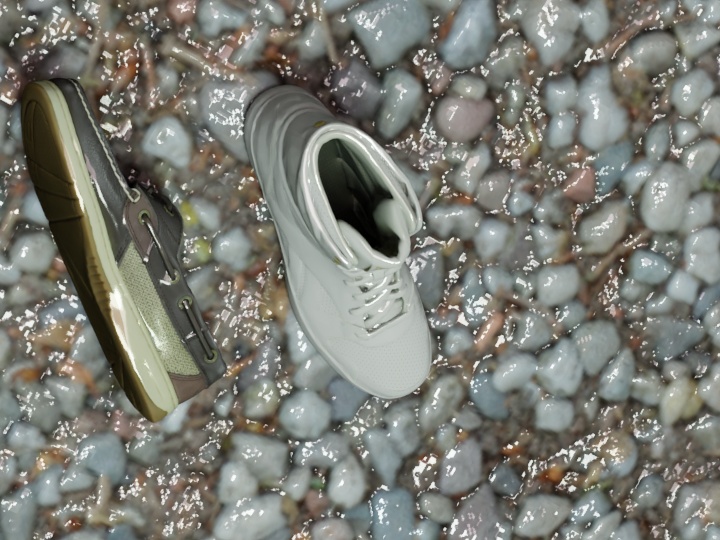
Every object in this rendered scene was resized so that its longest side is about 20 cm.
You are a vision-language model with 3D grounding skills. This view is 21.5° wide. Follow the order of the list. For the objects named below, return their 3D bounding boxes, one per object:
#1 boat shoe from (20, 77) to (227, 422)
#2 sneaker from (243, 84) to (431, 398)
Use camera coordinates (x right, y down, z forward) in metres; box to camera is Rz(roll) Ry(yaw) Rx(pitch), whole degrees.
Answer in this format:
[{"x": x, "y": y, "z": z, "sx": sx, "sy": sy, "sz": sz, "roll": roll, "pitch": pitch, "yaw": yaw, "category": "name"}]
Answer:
[{"x": -0.129, "y": -0.017, "z": 1.039, "sx": 0.064, "sy": 0.073, "sz": 0.202, "roll": -26, "pitch": 115, "yaw": -22, "category": "boat shoe"}, {"x": 0.000, "y": 0.000, "z": 1.057, "sx": 0.073, "sy": 0.116, "sz": 0.201, "roll": -30, "pitch": 113, "yaw": -11, "category": "sneaker"}]
